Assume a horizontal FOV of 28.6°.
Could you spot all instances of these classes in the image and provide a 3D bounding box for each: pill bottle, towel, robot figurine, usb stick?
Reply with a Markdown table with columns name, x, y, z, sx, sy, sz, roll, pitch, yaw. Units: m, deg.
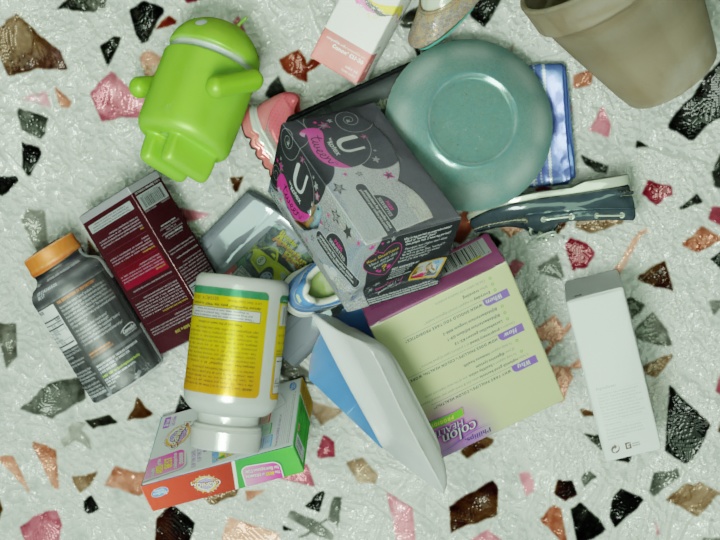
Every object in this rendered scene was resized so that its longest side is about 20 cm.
| name | x | y | z | sx | sy | sz | roll | pitch | yaw |
| --- | --- | --- | --- | --- | --- | --- | --- | --- | --- |
| pill bottle | -0.147 | 0.107 | 1.646 | 0.111 | 0.113 | 0.203 | 6 | 89 | 6 |
| towel | 0.153 | -0.164 | 1.666 | 0.197 | 0.024 | 0.147 | -6 | 100 | -4 |
| robot figurine | -0.188 | -0.207 | 1.658 | 0.115 | 0.174 | 0.202 | 30 | 74 | -40 |
| usb stick | 0.004 | -0.192 | 1.667 | 0.198 | 0.033 | 0.056 | -25 | 100 | -7 |
| pill bottle | -0.338 | 0.055 | 1.757 | 0.105 | 0.106 | 0.201 | -29 | 97 | 12 |

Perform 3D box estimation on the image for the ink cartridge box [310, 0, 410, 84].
| name | x | y | z | sx | sy | sz | roll | pitch | yaw |
| --- | --- | --- | --- | --- | --- | --- | --- | --- | --- |
| ink cartridge box | 0.024 | -0.321 | 1.622 | 0.067 | 0.117 | 0.201 | 29 | 105 | 1 |

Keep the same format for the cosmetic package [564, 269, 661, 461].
| name | x | y | z | sx | sy | sz | roll | pitch | yaw |
| --- | --- | --- | --- | --- | --- | --- | --- | --- | --- |
| cosmetic package | 0.300 | 0.112 | 1.686 | 0.070 | 0.101 | 0.202 | -14 | 101 | 10 |

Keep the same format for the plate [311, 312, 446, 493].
| name | x | y | z | sx | sy | sz | roll | pitch | yaw |
| --- | --- | --- | --- | --- | --- | --- | --- | --- | --- |
| plate | 0.028 | 0.143 | 1.627 | 0.032 | 0.200 | 0.201 | -31 | 108 | -13 |

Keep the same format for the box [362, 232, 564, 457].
| name | x | y | z | sx | sy | sz | roll | pitch | yaw |
| --- | --- | --- | --- | --- | --- | --- | --- | --- | --- |
| box | 0.119 | 0.091 | 1.669 | 0.174 | 0.097 | 0.202 | -26 | 113 | 1 |

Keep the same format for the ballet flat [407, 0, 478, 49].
| name | x | y | z | sx | sy | sz | roll | pitch | yaw |
| --- | --- | --- | --- | --- | --- | --- | --- | --- | --- |
| ballet flat | 0.119 | -0.342 | 1.627 | 0.200 | 0.068 | 0.067 | -41 | 129 | 6 |

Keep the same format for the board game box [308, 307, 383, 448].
| name | x | y | z | sx | sy | sz | roll | pitch | yaw |
| --- | --- | --- | --- | --- | --- | --- | --- | --- | --- |
| board game box | 0.035 | 0.117 | 1.750 | 0.158 | 0.039 | 0.200 | -44 | 106 | 7 |

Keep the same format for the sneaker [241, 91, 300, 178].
| name | x | y | z | sx | sy | sz | roll | pitch | yaw |
| --- | --- | --- | --- | --- | --- | --- | --- | --- | --- |
| sneaker | -0.065 | -0.123 | 1.699 | 0.086 | 0.074 | 0.201 | -29 | 97 | 11 |

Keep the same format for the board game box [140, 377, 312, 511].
| name | x | y | z | sx | sy | sz | roll | pitch | yaw |
| --- | --- | --- | --- | --- | --- | --- | --- | --- | --- |
| board game box | -0.162 | 0.213 | 1.742 | 0.198 | 0.154 | 0.041 | -16 | 116 | 11 |

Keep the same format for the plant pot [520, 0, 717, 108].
| name | x | y | z | sx | sy | sz | roll | pitch | yaw |
| --- | --- | --- | --- | --- | --- | --- | --- | --- | --- |
| plant pot | 0.304 | -0.282 | 1.571 | 0.199 | 0.201 | 0.174 | -32 | 113 | 13 |

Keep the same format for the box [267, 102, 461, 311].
| name | x | y | z | sx | sy | sz | roll | pitch | yaw |
| --- | --- | --- | --- | --- | --- | --- | --- | --- | --- |
| box | -0.001 | -0.076 | 1.585 | 0.201 | 0.131 | 0.115 | 55 | 146 | 32 |

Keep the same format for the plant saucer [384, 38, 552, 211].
| name | x | y | z | sx | sy | sz | roll | pitch | yaw |
| --- | --- | --- | --- | --- | --- | --- | --- | --- | --- |
| plant saucer | 0.127 | -0.171 | 1.625 | 0.198 | 0.039 | 0.204 | 0 | 86 | -3 |

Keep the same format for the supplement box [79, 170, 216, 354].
| name | x | y | z | sx | sy | sz | roll | pitch | yaw |
| --- | --- | --- | --- | --- | --- | --- | --- | --- | --- |
| supplement box | -0.248 | -0.008 | 1.735 | 0.108 | 0.061 | 0.201 | -24 | 99 | 40 |

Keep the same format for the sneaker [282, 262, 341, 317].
| name | x | y | z | sx | sy | sz | roll | pitch | yaw |
| --- | --- | --- | --- | --- | --- | --- | --- | --- | --- |
| sneaker | 0.000 | 0.000 | 1.693 | 0.199 | 0.077 | 0.076 | -30 | 95 | -13 |

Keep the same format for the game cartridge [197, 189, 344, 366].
| name | x | y | z | sx | sy | sz | roll | pitch | yaw |
| --- | --- | --- | --- | --- | --- | --- | --- | --- | --- |
| game cartridge | -0.103 | 0.005 | 1.752 | 0.133 | 0.041 | 0.200 | -44 | 93 | 10 |

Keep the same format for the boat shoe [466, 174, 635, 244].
| name | x | y | z | sx | sy | sz | roll | pitch | yaw |
| --- | --- | --- | --- | --- | --- | --- | --- | --- | --- |
| boat shoe | 0.226 | -0.066 | 1.673 | 0.197 | 0.075 | 0.063 | -12 | 92 | 4 |
